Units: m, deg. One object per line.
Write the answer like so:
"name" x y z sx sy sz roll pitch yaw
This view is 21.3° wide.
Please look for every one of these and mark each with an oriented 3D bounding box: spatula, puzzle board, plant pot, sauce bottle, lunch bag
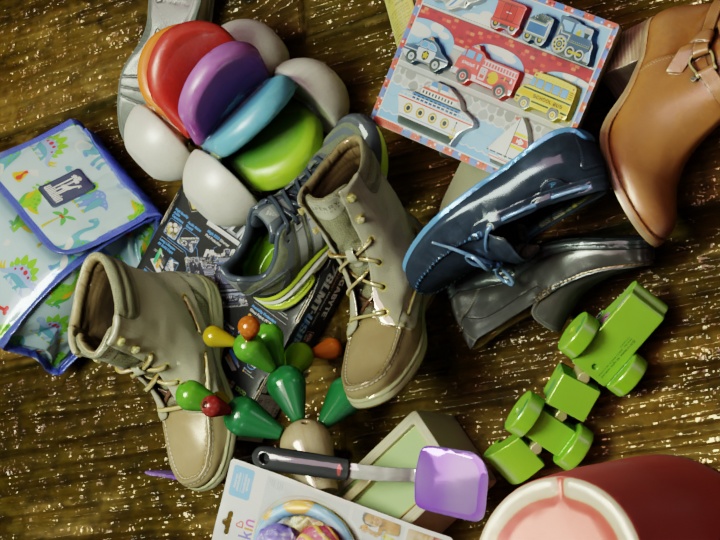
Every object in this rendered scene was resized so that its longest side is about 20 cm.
"spatula" 0.007 0.165 1.578 0.200 0.021 0.057 7 95 9
"puzzle board" 0.107 -0.164 1.597 0.200 0.017 0.151 27 97 36
"plant pot" 0.189 0.232 1.450 0.200 0.177 0.201 -7 78 34
"sauce bottle" 0.063 -0.196 1.683 0.065 0.065 0.200 -23 69 29
"spatula" -0.107 0.178 1.743 0.200 0.056 0.021 -13 78 29
"lunch bag" -0.301 -0.030 1.878 0.200 0.127 0.170 -46 56 4

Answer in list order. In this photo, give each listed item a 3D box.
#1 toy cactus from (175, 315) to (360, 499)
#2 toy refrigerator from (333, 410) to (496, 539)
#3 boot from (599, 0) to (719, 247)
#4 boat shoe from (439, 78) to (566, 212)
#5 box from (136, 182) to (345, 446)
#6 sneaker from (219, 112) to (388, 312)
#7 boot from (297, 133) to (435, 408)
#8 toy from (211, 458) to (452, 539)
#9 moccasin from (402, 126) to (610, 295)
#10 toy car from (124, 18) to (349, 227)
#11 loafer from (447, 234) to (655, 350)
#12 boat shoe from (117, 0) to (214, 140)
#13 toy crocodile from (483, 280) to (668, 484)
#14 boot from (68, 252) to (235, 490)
"toy cactus" -0.051 0.113 1.642 0.102 0.200 0.165 -55 48 54
"toy refrigerator" 0.013 0.213 1.641 0.200 0.070 0.076 -45 60 21
"boot" 0.273 -0.126 1.517 0.155 0.077 0.200 -18 53 27
"boat shoe" 0.142 -0.111 1.618 0.202 0.063 0.074 -61 34 10
"box" -0.125 0.028 1.783 0.200 0.050 0.199 34 99 33
"sneaker" -0.048 -0.051 1.668 0.074 0.081 0.200 40 106 30
"boot" 0.000 0.000 1.589 0.072 0.155 0.200 -11 40 30
"toy" -0.034 0.245 1.591 0.200 0.047 0.115 18 107 10
"moccasin" 0.113 -0.034 1.526 0.200 0.080 0.068 -42 65 33
"toy car" -0.123 -0.154 1.729 0.175 0.150 0.200 -45 56 -11
"loafer" 0.160 0.015 1.581 0.200 0.073 0.072 -16 81 42
"boat shoe" -0.183 -0.213 1.866 0.074 0.065 0.202 14 95 17
"toy crocodile" 0.175 0.094 1.560 0.067 0.062 0.200 33 103 -8
"boot" -0.183 0.090 1.678 0.072 0.155 0.200 -16 72 32
